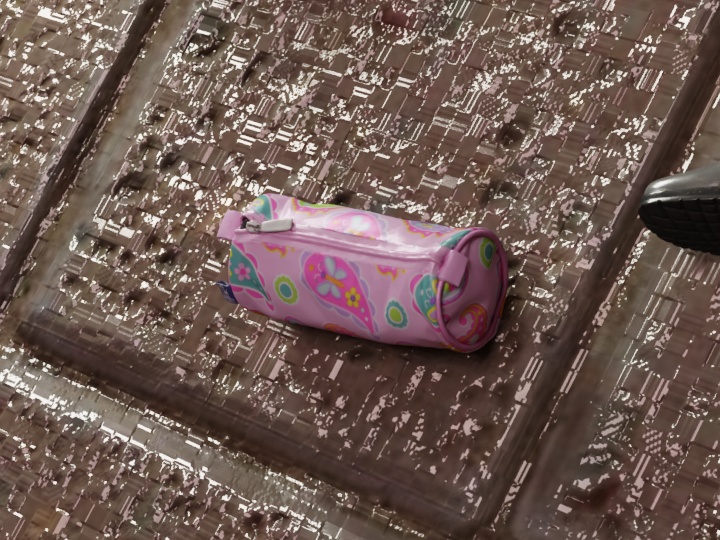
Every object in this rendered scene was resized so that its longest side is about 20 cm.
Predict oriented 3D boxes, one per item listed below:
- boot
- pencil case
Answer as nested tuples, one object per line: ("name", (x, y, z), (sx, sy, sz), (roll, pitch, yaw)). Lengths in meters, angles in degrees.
("boot", (0.270, -0.086, 1.433), (0.200, 0.068, 0.131), (-9, 56, 23))
("pencil case", (0.000, 0.000, 1.554), (0.200, 0.087, 0.087), (12, 73, 38))
